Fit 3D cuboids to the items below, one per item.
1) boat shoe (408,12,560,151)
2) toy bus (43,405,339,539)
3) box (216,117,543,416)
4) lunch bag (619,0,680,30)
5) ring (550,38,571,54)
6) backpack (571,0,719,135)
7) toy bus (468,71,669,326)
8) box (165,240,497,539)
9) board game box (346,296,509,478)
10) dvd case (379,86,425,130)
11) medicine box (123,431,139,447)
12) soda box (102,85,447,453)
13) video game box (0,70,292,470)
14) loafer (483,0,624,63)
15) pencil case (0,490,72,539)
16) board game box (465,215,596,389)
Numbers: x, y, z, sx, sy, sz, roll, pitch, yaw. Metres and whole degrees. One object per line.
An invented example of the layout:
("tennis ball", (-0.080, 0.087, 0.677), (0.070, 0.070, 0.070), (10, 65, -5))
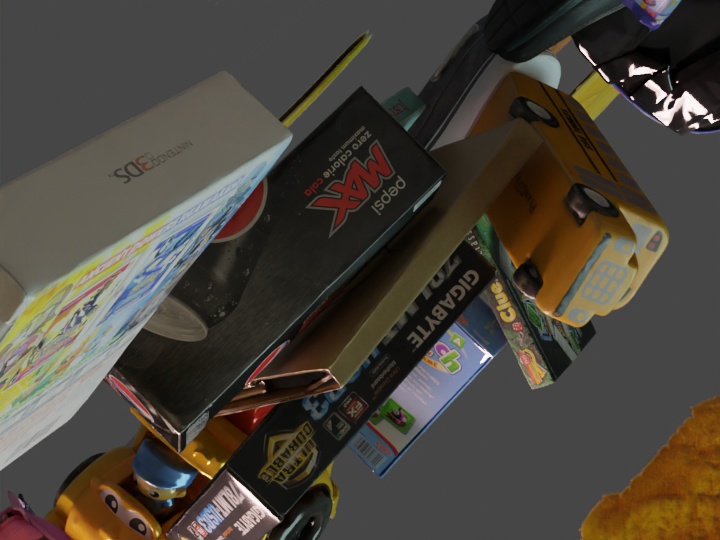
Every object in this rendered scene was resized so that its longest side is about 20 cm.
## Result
("boat shoe", (0.044, -0.074, 1.354), (0.072, 0.068, 0.200), (14, 117, -45))
("toy bus", (-0.099, 0.118, 1.413), (0.200, 0.136, 0.193), (-32, 152, -41))
("box", (0.000, 0.000, 1.208), (0.200, 0.021, 0.163), (-49, -163, -29))
("lunch bag", (0.186, -0.253, 1.125), (0.201, 0.094, 0.151), (-59, -177, -26))
("ring", (0.188, -0.228, 1.638), (0.200, 0.019, 0.200), (-46, 174, -6))
("backpack", (0.229, -0.193, 1.393), (0.190, 0.200, 0.154), (-43, -169, 15))
("toy bus", (0.116, -0.040, 1.231), (0.065, 0.078, 0.200), (-57, -152, 20))
("box", (-0.022, 0.080, 1.267), (0.200, 0.050, 0.199), (-48, 179, -23))
("board game box", (0.008, 0.049, 1.559), (0.037, 0.151, 0.200), (-43, 174, -37))
("dvd case", (-0.049, -0.018, 1.292), (0.200, 0.022, 0.146), (-48, 175, 32))
("medicine box", (-0.133, 0.233, 1.567), (0.182, 0.200, 0.103), (-45, 175, -9))
("soda box", (-0.048, -0.001, 1.126), (0.200, 0.071, 0.063), (-45, 176, -14))
("video game box", (-0.128, 0.024, 0.798), (0.182, 0.047, 0.200), (-47, 176, 29))
("loafer", (0.162, -0.181, 1.262), (0.200, 0.072, 0.073), (-36, -143, 21))
("pencil case", (-0.244, 0.227, 1.262), (0.200, 0.094, 0.091), (-46, -140, -12))
("board game box", (0.100, -0.025, 1.499), (0.023, 0.201, 0.105), (-23, -173, 31))
